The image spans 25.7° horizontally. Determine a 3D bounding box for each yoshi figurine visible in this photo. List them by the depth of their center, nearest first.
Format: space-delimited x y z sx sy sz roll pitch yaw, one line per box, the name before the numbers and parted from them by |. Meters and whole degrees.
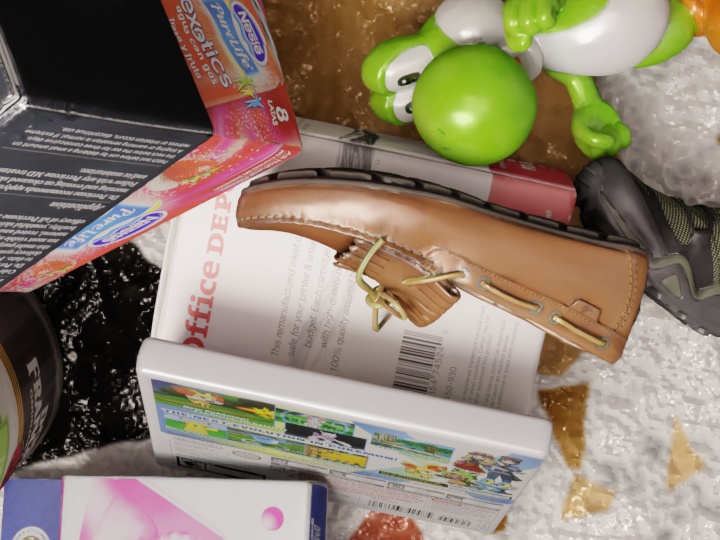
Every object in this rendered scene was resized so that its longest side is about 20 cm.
yoshi figurine | 0.103 -0.106 0.789 0.200 0.112 0.113 -20 94 2

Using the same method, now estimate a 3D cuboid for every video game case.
video game case | -0.013 0.091 0.825 0.199 0.182 0.022 12 69 0

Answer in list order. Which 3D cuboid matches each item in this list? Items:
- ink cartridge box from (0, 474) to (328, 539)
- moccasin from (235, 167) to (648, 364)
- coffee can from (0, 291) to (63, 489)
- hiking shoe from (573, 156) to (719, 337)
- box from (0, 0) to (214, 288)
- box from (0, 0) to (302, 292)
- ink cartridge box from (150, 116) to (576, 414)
ink cartridge box | -0.119 0.210 0.851 0.199 0.043 0.197 -1 79 15
moccasin | 0.036 -0.001 0.765 0.201 0.074 0.078 15 92 -11
coffee can | -0.248 0.078 0.812 0.146 0.200 0.147 1 103 3
hiking shoe | 0.202 -0.011 0.839 0.200 0.076 0.101 37 94 -18
box | -0.198 -0.098 0.670 0.196 0.124 0.200 -31 73 26
box | -0.140 -0.065 0.764 0.200 0.100 0.096 -24 76 29
ink cartridge box | 0.000 0.000 0.842 0.199 0.083 0.147 12 102 0
